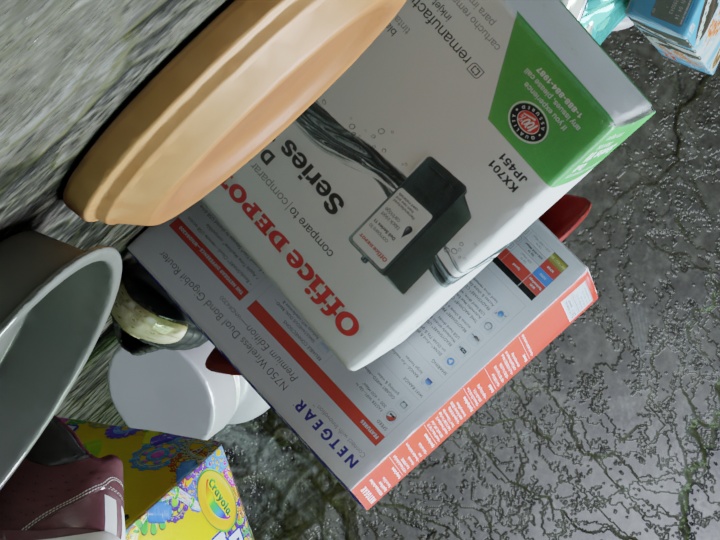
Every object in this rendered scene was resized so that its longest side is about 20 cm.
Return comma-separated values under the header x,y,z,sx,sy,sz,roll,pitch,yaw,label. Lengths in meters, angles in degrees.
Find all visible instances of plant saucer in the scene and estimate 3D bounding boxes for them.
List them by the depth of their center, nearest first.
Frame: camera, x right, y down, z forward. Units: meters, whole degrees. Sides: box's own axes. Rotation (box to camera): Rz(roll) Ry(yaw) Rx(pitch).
x,y,z,sx,sy,sz,roll,pitch,yaw,label
-0.045,-0.085,1.147,0.200,0.037,0.200,-43,178,-2,plant saucer

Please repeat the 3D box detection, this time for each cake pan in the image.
x,y,z,sx,sy,sz,roll,pitch,yaw,label
-0.178,0.063,1.139,0.200,0.037,0.200,-54,173,-10,cake pan

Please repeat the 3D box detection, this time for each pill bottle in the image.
x,y,z,sx,sy,sz,roll,pitch,yaw,label
-0.089,0.044,1.861,0.114,0.114,0.200,-44,177,40,pill bottle

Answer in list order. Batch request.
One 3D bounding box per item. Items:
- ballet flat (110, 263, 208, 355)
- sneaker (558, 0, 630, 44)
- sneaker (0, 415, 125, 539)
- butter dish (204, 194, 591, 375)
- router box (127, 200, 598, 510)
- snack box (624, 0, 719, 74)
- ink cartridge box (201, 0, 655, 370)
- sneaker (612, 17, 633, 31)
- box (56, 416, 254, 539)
x,y,z,sx,sy,sz,roll,pitch,yaw,label
-0.125,0.033,1.576,0.057,0.066,0.200,-50,179,-1,ballet flat
0.126,-0.180,1.382,0.080,0.078,0.200,-6,139,-40,sneaker
-0.207,0.121,1.278,0.116,0.199,0.076,-88,177,-45,sneaker
0.000,-0.035,1.580,0.200,0.148,0.199,3,-143,49,butter dish
0.000,0.000,1.462,0.179,0.200,0.049,-42,159,-4,router box
0.188,-0.172,1.389,0.200,0.037,0.116,3,109,-78,snack box
0.027,-0.067,1.352,0.200,0.147,0.083,-44,173,23,ink cartridge box
0.100,-0.187,1.467,0.200,0.078,0.112,-20,139,-43,sneaker
-0.188,0.179,1.399,0.200,0.122,0.193,6,-146,39,box
